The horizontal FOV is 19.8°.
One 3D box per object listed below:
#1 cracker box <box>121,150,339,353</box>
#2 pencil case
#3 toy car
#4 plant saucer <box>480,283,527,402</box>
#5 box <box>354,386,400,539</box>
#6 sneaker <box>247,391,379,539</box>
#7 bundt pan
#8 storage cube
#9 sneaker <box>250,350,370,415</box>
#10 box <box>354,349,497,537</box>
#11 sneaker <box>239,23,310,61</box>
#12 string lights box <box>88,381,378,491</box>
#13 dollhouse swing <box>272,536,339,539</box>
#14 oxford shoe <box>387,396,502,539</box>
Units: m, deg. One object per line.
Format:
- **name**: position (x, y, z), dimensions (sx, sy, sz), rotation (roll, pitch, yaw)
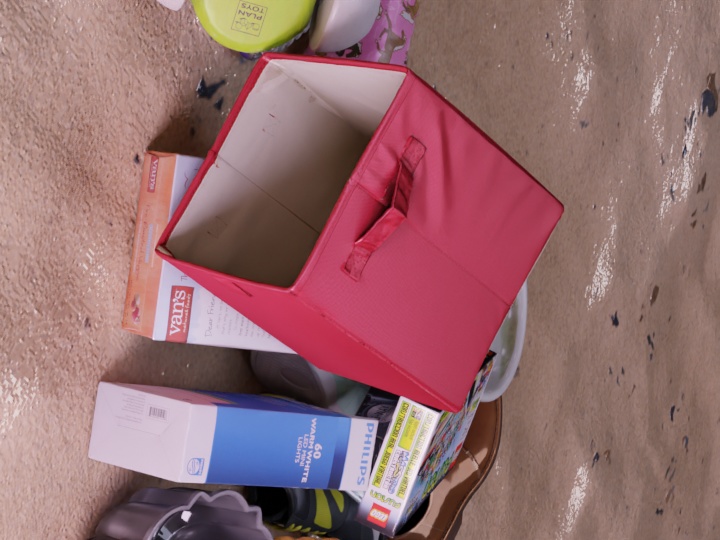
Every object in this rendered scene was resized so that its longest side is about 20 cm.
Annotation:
- **cracker box**: position (-0.072, -0.010, 1.536), dimensions (0.199, 0.058, 0.135), rotation (7, 92, -34)
- **pencil case**: position (-0.018, -0.137, 1.644), dimensions (0.082, 0.086, 0.202), rotation (21, 78, -25)
- **toy car**: position (-0.065, -0.260, 1.481), dimensions (0.150, 0.173, 0.202), rotation (-120, -135, -69)
- **plant saucer**: position (0.098, 0.021, 1.923), dimensions (0.200, 0.050, 0.202), rotation (3, 86, -63)
- **box**: position (0.039, 0.124, 1.775), dimensions (0.201, 0.043, 0.161), rotation (95, 21, -58)
- **sneaker**: position (-0.052, 0.187, 1.709), dimensions (0.085, 0.074, 0.201), rotation (-55, 134, -28)
- **bundt pan**: position (-0.151, 0.249, 1.517), dimensions (0.201, 0.075, 0.204), rotation (-25, 122, -50)
- **storage cube**: position (0.001, -0.027, 1.432), dimensions (0.179, 0.199, 0.172), rotation (37, 76, -37)
- **sneaker**: position (-0.024, 0.058, 1.702), dimensions (0.119, 0.073, 0.201), rotation (-62, 156, -18)
- **box**: position (0.055, 0.130, 1.657), dimensions (0.200, 0.034, 0.111), rotation (-35, 146, -70)
- **sneaker**: position (-0.045, -0.256, 1.589), dimensions (0.200, 0.099, 0.070), rotation (-50, -175, -5)
- **string lights box**: position (-0.091, 0.123, 1.530), dimensions (0.199, 0.102, 0.060), rotation (10, 90, -47)
- **dollhouse swing**: position (-0.012, 0.260, 1.668), dimensions (0.182, 0.199, 0.177), rotation (-35, 116, -53)
- **oxford shoe**: position (0.078, 0.175, 1.931), dimensions (0.071, 0.071, 0.201), rotation (46, 59, -49)
